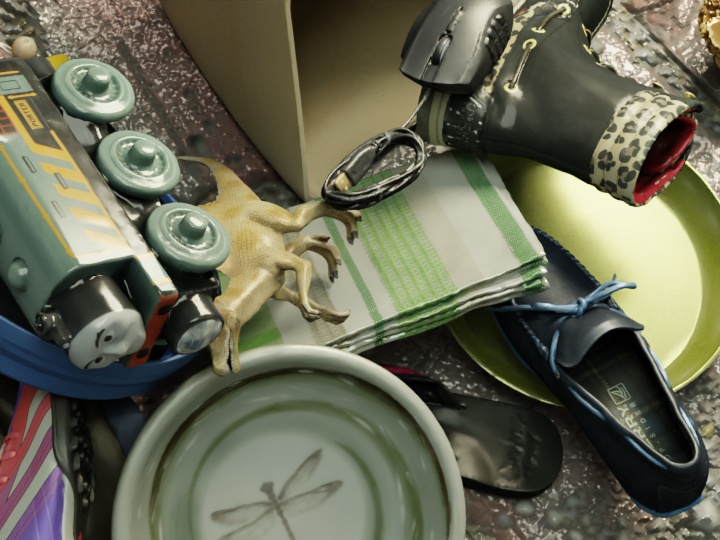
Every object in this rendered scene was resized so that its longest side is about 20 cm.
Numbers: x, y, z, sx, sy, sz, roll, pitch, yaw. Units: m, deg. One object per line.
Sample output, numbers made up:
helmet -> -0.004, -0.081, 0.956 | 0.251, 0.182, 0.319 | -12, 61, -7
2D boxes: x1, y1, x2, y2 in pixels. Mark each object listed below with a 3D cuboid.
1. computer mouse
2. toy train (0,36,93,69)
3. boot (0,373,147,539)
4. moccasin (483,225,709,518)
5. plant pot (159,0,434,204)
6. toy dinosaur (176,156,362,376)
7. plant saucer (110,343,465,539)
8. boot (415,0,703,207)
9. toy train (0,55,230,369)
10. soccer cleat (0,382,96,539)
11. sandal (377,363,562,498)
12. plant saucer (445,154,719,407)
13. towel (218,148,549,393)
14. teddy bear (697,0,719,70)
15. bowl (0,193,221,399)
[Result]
computer mouse -> 0.034, -0.106, 1.191 | 0.058, 0.034, 0.200 | 17, 50, 20
toy train -> -0.225, -0.079, 1.242 | 0.149, 0.056, 0.201 | 7, 59, -32
boot -> -0.181, 0.081, 1.185 | 0.097, 0.075, 0.201 | -22, 78, -27
moccasin -> 0.144, 0.046, 1.199 | 0.080, 0.068, 0.200 | -32, 68, -17
plant pot -> -0.029, -0.202, 1.276 | 0.177, 0.200, 0.200 | 38, 65, 25
toy dinosaur -> -0.055, -0.021, 1.157 | 0.100, 0.058, 0.201 | 9, 36, -14
plant saucer -> -0.042, 0.139, 1.153 | 0.199, 0.050, 0.202 | -1, 93, -13
boot -> 0.145, -0.114, 1.271 | 0.153, 0.074, 0.203 | 23, 41, 26
toy train -> -0.152, -0.031, 1.073 | 0.114, 0.085, 0.200 | -13, 58, -39
soccer cleat -> -0.179, 0.134, 1.095 | 0.073, 0.068, 0.201 | -5, 69, 1
sandal -> 0.024, 0.087, 1.213 | 0.199, 0.045, 0.076 | 9, 64, -3
plant saucer -> 0.136, -0.001, 1.279 | 0.199, 0.031, 0.201 | 2, 64, -5
towel -> 0.000, 0.000, 1.217 | 0.199, 0.031, 0.149 | -21, 35, -3
teddy bear -> 0.308, -0.128, 1.351 | 0.199, 0.067, 0.146 | 8, 73, -10
bowl -> -0.171, -0.010, 1.134 | 0.200, 0.039, 0.201 | 27, 31, -18
